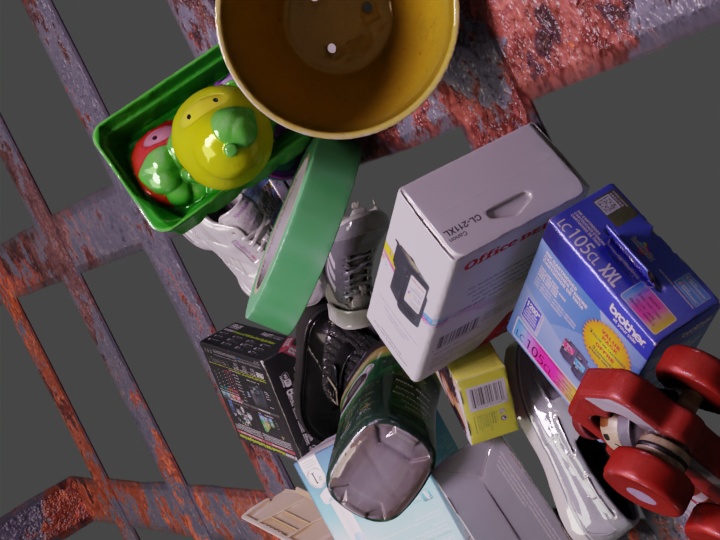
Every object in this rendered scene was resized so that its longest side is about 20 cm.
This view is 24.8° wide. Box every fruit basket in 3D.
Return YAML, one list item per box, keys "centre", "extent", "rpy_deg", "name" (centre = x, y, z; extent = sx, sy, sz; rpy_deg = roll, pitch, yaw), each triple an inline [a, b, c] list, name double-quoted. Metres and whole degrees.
- centre: [-0.143, -0.134, 1.572]
  extent: [0.156, 0.215, 0.216]
  rpy_deg: [53, 155, 16]
  name: "fruit basket"

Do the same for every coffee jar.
- centre: [0.025, 0.145, 1.547]
  extent: [0.085, 0.105, 0.200]
  rpy_deg: [31, -159, -8]
  name: "coffee jar"

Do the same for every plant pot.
- centre: [-0.020, -0.215, 1.389]
  extent: [0.201, 0.199, 0.142]
  rpy_deg: [64, -178, -6]
  name: "plant pot"

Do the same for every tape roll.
- centre: [-0.057, -0.038, 1.623]
  extent: [0.048, 0.202, 0.201]
  rpy_deg: [20, 155, -7]
  name: "tape roll"

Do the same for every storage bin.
- centre: [-0.056, 0.415, 2.225]
  extent: [0.198, 0.093, 0.202]
  rpy_deg: [11, 126, 60]
  name: "storage bin"

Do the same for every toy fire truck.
- centre: [0.238, 0.140, 1.248]
  extent: [0.199, 0.113, 0.168]
  rpy_deg: [35, 164, -17]
  name: "toy fire truck"

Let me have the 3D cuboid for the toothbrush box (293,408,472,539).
- centre: [0.046, 0.250, 1.721]
  extent: [0.146, 0.085, 0.201]
  rpy_deg: [-30, 89, 30]
  name: "toothbrush box"

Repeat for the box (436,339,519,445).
- centre: [0.092, 0.076, 1.528]
  extent: [0.200, 0.050, 0.076]
  rpy_deg: [-114, 8, -62]
  name: "box"

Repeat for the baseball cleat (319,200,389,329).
- centre: [0.000, 0.000, 1.688]
  extent: [0.200, 0.069, 0.107]
  rpy_deg: [120, 132, -75]
  name: "baseball cleat"

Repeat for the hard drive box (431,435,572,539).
- centre: [0.145, 0.237, 1.560]
  extent: [0.157, 0.076, 0.200]
  rpy_deg: [57, -178, 11]
  name: "hard drive box"

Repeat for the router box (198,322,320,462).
- centre: [-0.118, 0.155, 2.104]
  extent: [0.199, 0.062, 0.151]
  rpy_deg: [11, 125, 60]
  name: "router box"

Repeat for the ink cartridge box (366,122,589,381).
- centre: [0.096, -0.014, 1.392]
  extent: [0.083, 0.145, 0.201]
  rpy_deg: [52, 154, 23]
  name: "ink cartridge box"

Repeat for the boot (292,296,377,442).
- centre: [-0.007, 0.148, 1.853]
  extent: [0.158, 0.079, 0.213]
  rpy_deg: [40, 148, 39]
  name: "boot"

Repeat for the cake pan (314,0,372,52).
- centre: [-0.035, -0.226, 1.557]
  extent: [0.200, 0.037, 0.201]
  rpy_deg: [45, 151, 32]
  name: "cake pan"

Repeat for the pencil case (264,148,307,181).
- centre: [-0.140, -0.140, 1.771]
  extent: [0.092, 0.086, 0.199]
  rpy_deg: [25, 168, -35]
  name: "pencil case"

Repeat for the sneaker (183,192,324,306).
- centre: [-0.121, -0.029, 1.815]
  extent: [0.199, 0.075, 0.100]
  rpy_deg: [34, 156, -2]
  name: "sneaker"

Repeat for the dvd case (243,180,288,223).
- centre: [-0.127, -0.101, 1.901]
  extent: [0.201, 0.017, 0.143]
  rpy_deg: [58, 156, 6]
  name: "dvd case"

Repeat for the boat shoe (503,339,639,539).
- centre: [0.196, 0.147, 1.473]
  extent: [0.071, 0.070, 0.202]
  rpy_deg: [-32, 73, 36]
  name: "boat shoe"

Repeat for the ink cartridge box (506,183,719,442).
- centre: [0.202, 0.028, 1.316]
  extent: [0.137, 0.076, 0.201]
  rpy_deg: [51, 152, 22]
  name: "ink cartridge box"
